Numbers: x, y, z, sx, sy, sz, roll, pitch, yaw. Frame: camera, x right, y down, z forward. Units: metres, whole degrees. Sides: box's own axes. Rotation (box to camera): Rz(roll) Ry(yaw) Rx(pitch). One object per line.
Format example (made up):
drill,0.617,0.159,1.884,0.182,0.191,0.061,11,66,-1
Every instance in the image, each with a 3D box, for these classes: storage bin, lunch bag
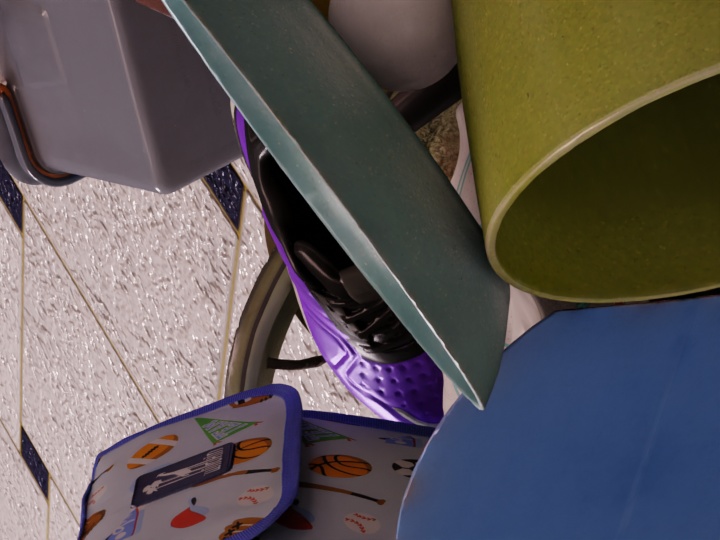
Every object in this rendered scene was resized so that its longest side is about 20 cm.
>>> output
storage bin,-0.137,-0.134,1.602,0.134,0.146,0.200,20,131,50
lunch bag,-0.022,0.129,1.250,0.170,0.200,0.124,-92,12,-71

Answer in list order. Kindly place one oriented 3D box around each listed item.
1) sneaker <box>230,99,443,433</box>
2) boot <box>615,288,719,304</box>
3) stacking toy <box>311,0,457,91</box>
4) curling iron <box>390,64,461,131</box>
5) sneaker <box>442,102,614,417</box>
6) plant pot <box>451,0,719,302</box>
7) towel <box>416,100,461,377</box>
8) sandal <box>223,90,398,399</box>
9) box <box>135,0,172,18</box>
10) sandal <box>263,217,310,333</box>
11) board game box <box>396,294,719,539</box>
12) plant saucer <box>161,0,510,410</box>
sneaker,-0.001,0.000,1.282,0.200,0.070,0.100,62,-177,-20
boot,0.083,-0.065,1.209,0.144,0.072,0.200,18,129,69
stacking toy,0.007,-0.133,1.066,0.200,0.146,0.146,-103,4,-54
curling iron,0.063,-0.108,1.105,0.050,0.026,0.200,39,118,-11
sneaker,0.062,0.018,1.151,0.080,0.070,0.200,47,137,46
plant pot,0.104,-0.120,0.976,0.187,0.187,0.200,113,145,-63
towel,0.053,0.001,1.276,0.200,0.036,0.148,-76,-35,-67
sandal,-0.007,-0.004,1.370,0.057,0.201,0.080,31,-175,5
box,-0.075,-0.226,1.378,0.075,0.100,0.200,31,140,58
sandal,0.038,0.031,1.426,0.212,0.078,0.070,45,-170,17
board game box,0.097,0.064,1.124,0.039,0.200,0.158,54,140,45
plant saucer,-0.006,-0.042,1.009,0.200,0.036,0.200,53,178,2
